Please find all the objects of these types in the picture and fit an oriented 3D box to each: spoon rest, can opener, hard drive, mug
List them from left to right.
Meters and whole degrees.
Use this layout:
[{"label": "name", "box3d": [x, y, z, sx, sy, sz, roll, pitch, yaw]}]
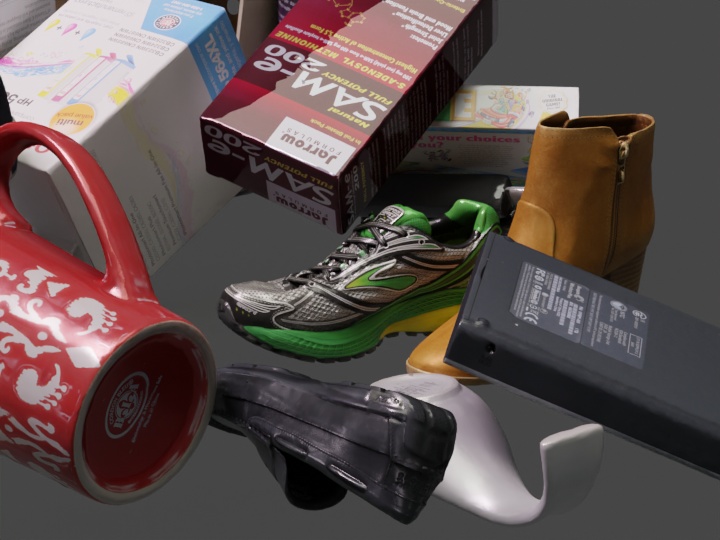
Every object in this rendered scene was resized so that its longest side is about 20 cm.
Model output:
[{"label": "mug", "box3d": [-0.187, 0.026, 1.241, 0.200, 0.178, 0.133, 25, 36, 36]}, {"label": "spoon rest", "box3d": [0.057, 0.099, 1.225, 0.099, 0.061, 0.200, -14, 14, -31]}, {"label": "can opener", "box3d": [0.086, -0.034, 1.502, 0.200, 0.053, 0.066, 6, 60, 25]}, {"label": "hard drive", "box3d": [0.152, 0.051, 1.256, 0.200, 0.033, 0.140, 23, 24, 1]}]

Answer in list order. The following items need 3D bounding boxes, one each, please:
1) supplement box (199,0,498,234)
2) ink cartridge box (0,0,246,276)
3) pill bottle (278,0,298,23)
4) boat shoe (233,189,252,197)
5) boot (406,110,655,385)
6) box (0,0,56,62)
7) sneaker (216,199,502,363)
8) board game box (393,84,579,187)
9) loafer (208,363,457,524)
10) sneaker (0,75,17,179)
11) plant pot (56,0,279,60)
[{"label": "supplement box", "box3d": [-0.005, -0.127, 1.451, 0.109, 0.061, 0.200, 24, 58, 21]}, {"label": "ink cartridge box", "box3d": [-0.176, -0.078, 1.469, 0.129, 0.125, 0.200, 18, 52, 38]}, {"label": "pill bottle", "box3d": [-0.004, -0.167, 1.631, 0.112, 0.200, 0.112, 0, 24, 0]}, {"label": "boat shoe", "box3d": [-0.148, -0.075, 1.607, 0.200, 0.067, 0.057, 9, 45, 32]}, {"label": "boot", "box3d": [0.105, -0.020, 1.367, 0.201, 0.144, 0.071, -21, 30, -38]}, {"label": "box", "box3d": [-0.283, -0.125, 1.537, 0.124, 0.200, 0.097, 13, 27, 26]}, {"label": "sneaker", "box3d": [0.000, 0.000, 1.397, 0.200, 0.085, 0.078, -14, 27, -27]}, {"label": "board game box", "box3d": [0.049, -0.082, 1.539, 0.200, 0.134, 0.034, 2, 66, 4]}, {"label": "loafer", "box3d": [-0.029, 0.093, 1.206, 0.068, 0.070, 0.201, 24, -10, -37]}, {"label": "sneaker", "box3d": [-0.283, -0.089, 1.290, 0.199, 0.130, 0.079, -24, 39, -37]}, {"label": "plant pot", "box3d": [-0.119, -0.193, 1.727, 0.200, 0.200, 0.177, 16, 17, 32]}]
